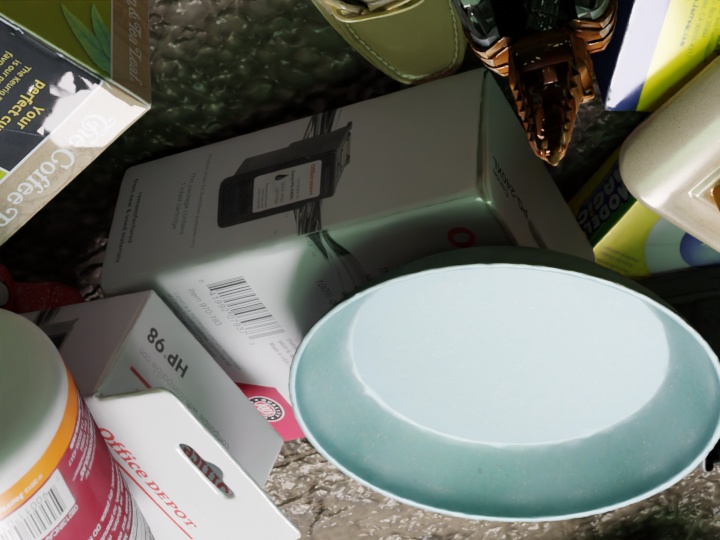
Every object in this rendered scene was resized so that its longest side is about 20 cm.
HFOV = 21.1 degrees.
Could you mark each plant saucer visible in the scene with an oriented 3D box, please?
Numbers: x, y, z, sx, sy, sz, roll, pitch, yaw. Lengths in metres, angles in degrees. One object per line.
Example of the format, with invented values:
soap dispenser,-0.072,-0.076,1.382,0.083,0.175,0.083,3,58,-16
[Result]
plant saucer,0.068,0.048,0.886,0.199,0.036,0.200,3,141,3

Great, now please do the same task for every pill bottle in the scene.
pill bottle,-0.152,0.119,0.843,0.113,0.113,0.200,-13,134,5

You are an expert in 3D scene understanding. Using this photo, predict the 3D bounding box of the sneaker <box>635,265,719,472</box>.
sneaker,0.154,0.055,0.958,0.199,0.104,0.060,-12,136,5

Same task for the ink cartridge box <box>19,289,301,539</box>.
ink cartridge box,-0.121,0.077,0.926,0.200,0.067,0.116,-10,132,37

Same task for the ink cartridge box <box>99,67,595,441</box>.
ink cartridge box,0.000,0.000,0.932,0.200,0.084,0.145,-14,137,23

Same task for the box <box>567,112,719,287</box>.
box,0.172,-0.023,0.990,0.117,0.048,0.200,20,131,-26

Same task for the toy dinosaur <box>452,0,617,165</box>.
toy dinosaur,0.070,-0.122,0.756,0.102,0.200,0.136,-28,134,-3

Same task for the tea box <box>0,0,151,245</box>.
tea box,-0.221,-0.096,0.789,0.197,0.134,0.200,32,124,-33

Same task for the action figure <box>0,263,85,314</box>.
action figure,-0.144,0.064,1.019,0.065,0.052,0.200,-9,132,29

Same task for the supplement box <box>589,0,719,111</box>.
supplement box,0.200,-0.140,0.827,0.199,0.109,0.110,1,136,-11

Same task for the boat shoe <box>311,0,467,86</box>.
boat shoe,-0.003,-0.141,0.823,0.074,0.067,0.200,-22,137,12

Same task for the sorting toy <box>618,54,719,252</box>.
sorting toy,0.238,-0.050,0.814,0.200,0.037,0.185,30,122,-31
